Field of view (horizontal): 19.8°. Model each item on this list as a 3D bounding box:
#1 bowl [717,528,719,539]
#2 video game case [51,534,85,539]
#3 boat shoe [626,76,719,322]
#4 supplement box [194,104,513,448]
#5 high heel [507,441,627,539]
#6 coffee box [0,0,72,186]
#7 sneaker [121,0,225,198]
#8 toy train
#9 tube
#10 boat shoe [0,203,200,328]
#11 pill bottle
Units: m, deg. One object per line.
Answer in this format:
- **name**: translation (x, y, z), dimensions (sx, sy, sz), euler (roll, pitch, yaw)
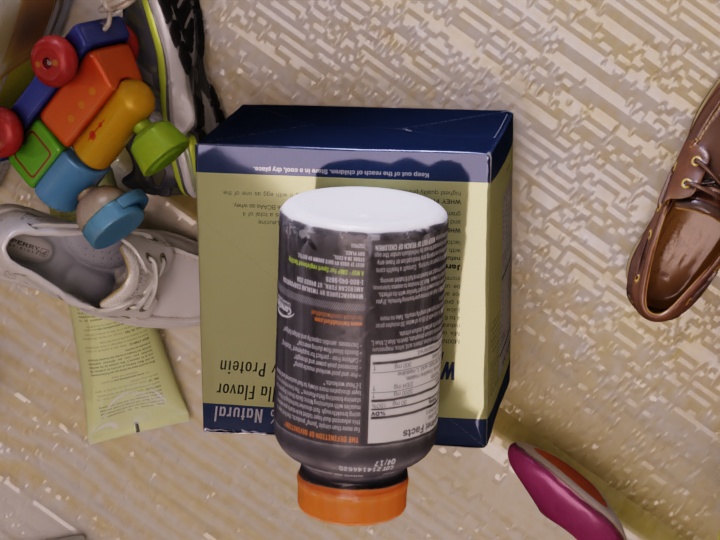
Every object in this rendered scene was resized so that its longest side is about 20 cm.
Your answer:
- **bowl**: translation (0.341, 0.148, 1.365), dimensions (0.199, 0.200, 0.108), euler (8, 79, 9)
- **video game case**: translation (-0.282, 0.308, 1.607), dimensions (0.199, 0.024, 0.183), euler (-12, 103, 15)
- **boat shoe**: translation (0.238, -0.051, 1.372), dimensions (0.072, 0.068, 0.201), euler (26, 109, 3)
- **supplement box**: translation (0.000, 0.000, 1.400), dimensions (0.199, 0.134, 0.201), euler (2, 106, 11)
- **high heel**: translation (0.156, 0.213, 1.463), dimensions (0.200, 0.067, 0.096), euler (44, 99, -7)
- **coffee box**: translation (-0.336, -0.154, 1.386), dimensions (0.199, 0.198, 0.201), euler (26, 110, 6)
- **sneaker**: translation (-0.150, -0.140, 1.426), dimensions (0.080, 0.074, 0.201), euler (-7, 103, 17)
- **toy train**: translation (-0.154, -0.114, 1.350), dimensions (0.116, 0.085, 0.200), euler (50, 122, 10)
- **tube**: translation (-0.183, 0.026, 1.493), dimensions (0.058, 0.052, 0.201), euler (-2, 109, 35)
- **boat shoe**: translation (-0.168, 0.005, 1.428), dimensions (0.199, 0.069, 0.071), euler (11, 95, -27)
- **pill bottle**: translation (-0.002, 0.056, 1.289), dimensions (0.106, 0.106, 0.201), euler (6, 106, 10)
